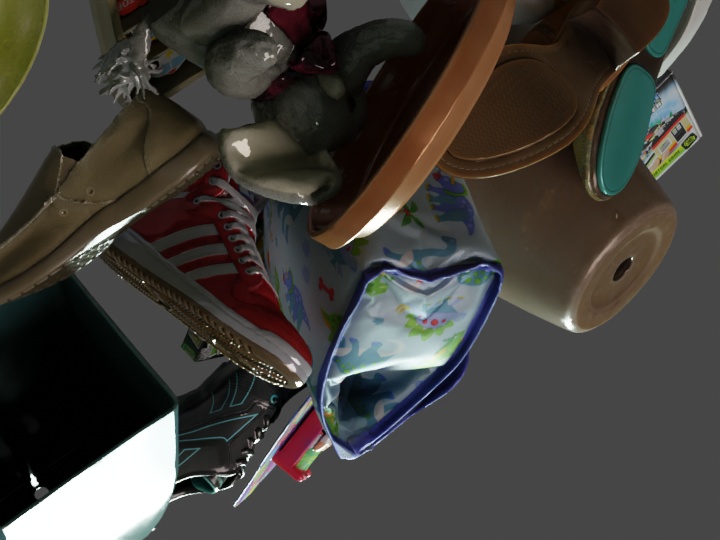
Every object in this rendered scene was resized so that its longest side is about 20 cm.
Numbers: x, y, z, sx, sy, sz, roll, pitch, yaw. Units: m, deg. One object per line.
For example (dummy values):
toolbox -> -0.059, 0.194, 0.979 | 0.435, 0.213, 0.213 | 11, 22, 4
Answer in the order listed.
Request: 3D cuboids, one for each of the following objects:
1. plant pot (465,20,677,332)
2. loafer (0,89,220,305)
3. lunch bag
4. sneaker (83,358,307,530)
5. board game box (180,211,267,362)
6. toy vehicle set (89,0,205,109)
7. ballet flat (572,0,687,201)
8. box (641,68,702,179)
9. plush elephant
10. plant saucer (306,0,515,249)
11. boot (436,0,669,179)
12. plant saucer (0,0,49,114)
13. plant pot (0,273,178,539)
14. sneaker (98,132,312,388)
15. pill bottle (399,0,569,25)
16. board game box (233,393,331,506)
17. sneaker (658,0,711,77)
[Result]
plant pot -> 0.125, -0.051, 1.819 | 0.200, 0.174, 0.201 | -39, 155, -22
loafer -> -0.175, -0.044, 1.587 | 0.199, 0.068, 0.076 | -33, 178, 15
lunch bag -> 0.000, 0.000, 1.687 | 0.127, 0.171, 0.200 | 0, 140, -25
sneaker -> -0.096, 0.113, 1.837 | 0.199, 0.079, 0.076 | -30, 159, -13
board game box -> -0.051, -0.025, 1.807 | 0.104, 0.023, 0.201 | -13, 136, -45
toy vehicle set -> -0.075, -0.191, 1.579 | 0.200, 0.027, 0.125 | -35, 147, -18
ballet flat -> 0.173, -0.143, 1.746 | 0.071, 0.070, 0.201 | 34, 73, -59
box -> 0.174, -0.070, 2.009 | 0.200, 0.035, 0.110 | -44, 149, -2
plush elephant -> -0.040, -0.130, 1.501 | 0.154, 0.165, 0.200 | 33, 123, -23
plant saucer -> 0.034, -0.098, 1.514 | 0.201, 0.032, 0.200 | -56, -169, 16
boot -> 0.096, -0.110, 1.642 | 0.200, 0.077, 0.155 | -45, -174, -23
plant saucer -> -0.263, -0.127, 1.427 | 0.199, 0.031, 0.201 | -30, 146, -23
plant pot -> -0.205, 0.123, 1.691 | 0.141, 0.141, 0.200 | -35, 155, -17
sneaker -> -0.078, -0.013, 1.623 | 0.113, 0.200, 0.071 | -46, 146, -13
pill bottle -> 0.118, -0.230, 1.681 | 0.200, 0.113, 0.113 | -35, 147, -18
board game box -> -0.018, 0.108, 1.898 | 0.158, 0.039, 0.200 | -47, 173, -42
sneaker -> 0.264, -0.219, 1.907 | 0.115, 0.074, 0.201 | 2, 124, -47
